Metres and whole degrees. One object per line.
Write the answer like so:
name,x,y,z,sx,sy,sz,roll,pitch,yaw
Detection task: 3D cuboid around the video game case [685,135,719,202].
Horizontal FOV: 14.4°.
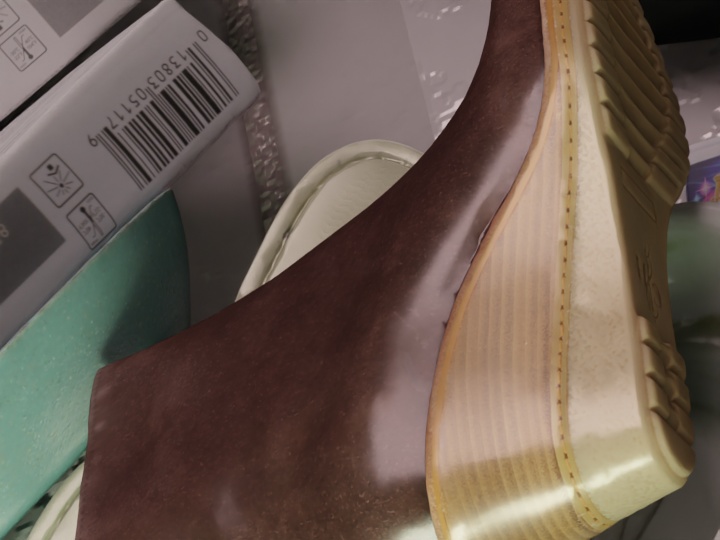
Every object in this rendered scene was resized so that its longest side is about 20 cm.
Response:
video game case,0.158,0.028,0.761,0.143,0.018,0.200,-17,49,23

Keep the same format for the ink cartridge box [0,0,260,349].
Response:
ink cartridge box,-0.139,0.005,0.915,0.200,0.057,0.163,-36,11,50

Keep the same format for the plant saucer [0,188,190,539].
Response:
plant saucer,-0.112,0.060,0.842,0.200,0.036,0.200,-48,1,1

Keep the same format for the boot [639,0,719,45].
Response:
boot,0.128,-0.073,0.795,0.198,0.073,0.163,-12,32,19

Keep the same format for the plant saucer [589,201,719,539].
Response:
plant saucer,0.056,0.076,0.744,0.200,0.050,0.200,-42,24,23

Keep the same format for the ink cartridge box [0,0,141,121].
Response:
ink cartridge box,-0.157,-0.084,1.003,0.200,0.045,0.176,-40,24,1

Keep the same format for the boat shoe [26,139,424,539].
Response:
boat shoe,-0.033,0.058,0.802,0.074,0.066,0.200,25,76,14

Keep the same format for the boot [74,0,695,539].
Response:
boot,0.000,0.000,0.742,0.166,0.072,0.200,-18,48,22
